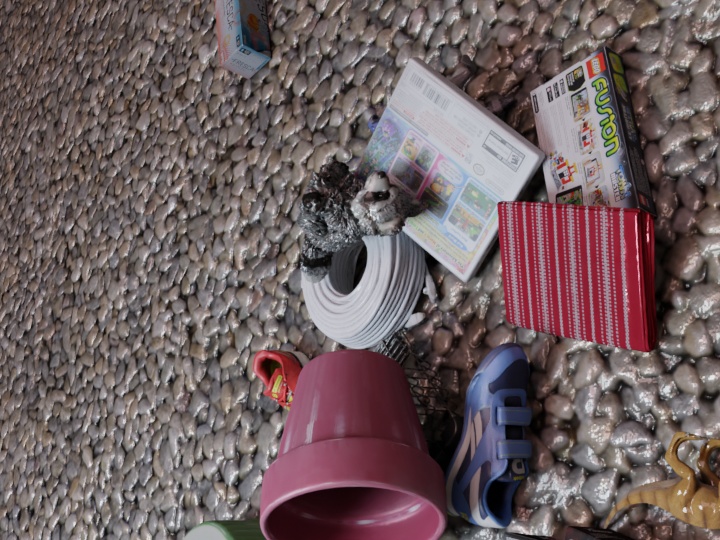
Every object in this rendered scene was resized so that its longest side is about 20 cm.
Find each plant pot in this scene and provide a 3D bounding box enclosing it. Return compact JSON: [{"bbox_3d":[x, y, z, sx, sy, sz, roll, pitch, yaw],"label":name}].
[{"bbox_3d":[-0.008,0.196,1.117,0.199,0.198,0.181,-36,39,35],"label":"plant pot"}]

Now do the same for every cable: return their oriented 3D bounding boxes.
[{"bbox_3d":[0.000,0.000,1.334,0.199,0.068,0.203,-35,55,38],"label":"cable"}]

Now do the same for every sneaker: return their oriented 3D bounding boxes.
[{"bbox_3d":[0.151,0.180,1.098,0.082,0.073,0.204,21,102,51],"label":"sneaker"},{"bbox_3d":[-0.086,0.169,1.367,0.199,0.084,0.078,37,105,49],"label":"sneaker"}]

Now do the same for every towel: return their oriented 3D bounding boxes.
[{"bbox_3d":[0.224,0.001,1.075,0.198,0.022,0.148,10,110,51],"label":"towel"}]

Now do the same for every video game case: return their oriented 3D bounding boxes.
[{"bbox_3d":[0.096,-0.118,1.210,0.199,0.024,0.184,40,122,20],"label":"video game case"}]

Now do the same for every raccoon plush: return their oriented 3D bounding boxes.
[{"bbox_3d":[0.002,-0.047,1.254,0.132,0.201,0.097,25,58,16],"label":"raccoon plush"}]

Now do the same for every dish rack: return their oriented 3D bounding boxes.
[{"bbox_3d":[0.054,0.179,1.226,0.154,0.054,0.201,-55,41,19],"label":"dish rack"}]

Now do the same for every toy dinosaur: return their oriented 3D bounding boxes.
[{"bbox_3d":[0.294,0.202,0.929,0.198,0.060,0.108,4,81,50],"label":"toy dinosaur"}]

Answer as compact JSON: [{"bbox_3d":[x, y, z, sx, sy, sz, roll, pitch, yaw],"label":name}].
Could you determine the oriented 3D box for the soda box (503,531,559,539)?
[{"bbox_3d":[0.170,0.366,1.006,0.063,0.070,0.204,0,77,50],"label":"soda box"}]

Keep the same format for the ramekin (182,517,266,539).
[{"bbox_3d":[-0.176,0.430,1.367,0.198,0.097,0.204,-21,61,44],"label":"ramekin"}]

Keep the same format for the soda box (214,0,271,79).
[{"bbox_3d":[-0.201,-0.430,1.737,0.068,0.063,0.203,-32,55,38],"label":"soda box"}]

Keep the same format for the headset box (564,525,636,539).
[{"bbox_3d":[0.263,0.330,0.904,0.198,0.076,0.152,12,88,52],"label":"headset box"}]

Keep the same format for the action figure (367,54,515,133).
[{"bbox_3d":[0.110,-0.135,1.269,0.193,0.104,0.202,-37,80,43],"label":"action figure"}]

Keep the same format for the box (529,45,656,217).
[{"bbox_3d":[0.250,-0.130,1.120,0.109,0.034,0.204,-28,57,41],"label":"box"}]
